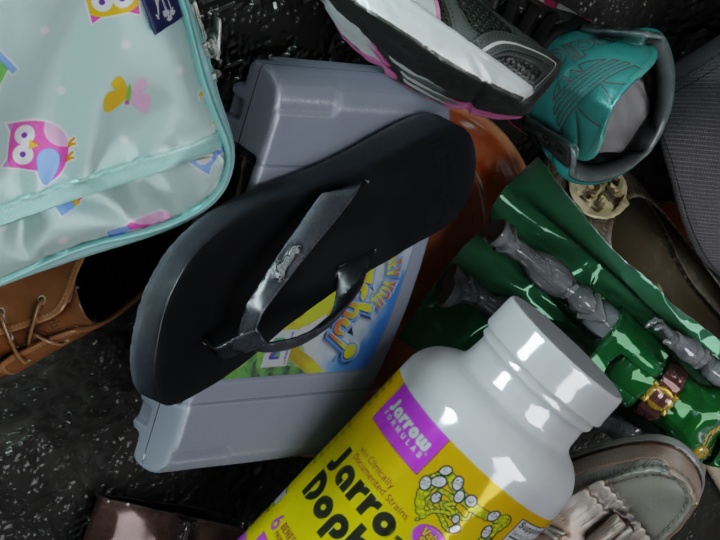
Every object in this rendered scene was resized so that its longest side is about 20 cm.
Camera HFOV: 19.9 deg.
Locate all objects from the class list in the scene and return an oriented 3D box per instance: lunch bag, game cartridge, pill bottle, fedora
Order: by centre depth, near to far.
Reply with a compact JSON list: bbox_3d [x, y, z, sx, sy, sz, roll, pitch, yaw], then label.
[{"bbox_3d":[-0.153,-0.070,0.857,0.199,0.077,0.161,-19,119,-4],"label":"lunch bag"},{"bbox_3d":[-0.027,0.000,0.965,0.133,0.040,0.201,-5,118,-50],"label":"game cartridge"},{"bbox_3d":[0.031,0.108,0.991,0.200,0.104,0.104,-47,129,8],"label":"pill bottle"},{"bbox_3d":[0.215,-0.051,1.089,0.090,0.177,0.200,-26,135,19],"label":"fedora"}]

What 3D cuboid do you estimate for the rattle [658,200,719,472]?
[{"bbox_3d":[0.129,0.075,1.155,0.130,0.143,0.201,14,65,-1],"label":"rattle"}]

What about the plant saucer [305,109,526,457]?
[{"bbox_3d":[0.000,0.000,1.043,0.200,0.032,0.201,-15,122,-26],"label":"plant saucer"}]

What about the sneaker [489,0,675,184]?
[{"bbox_3d":[0.078,-0.103,0.978,0.200,0.121,0.084,27,95,-38],"label":"sneaker"}]

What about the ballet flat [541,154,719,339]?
[{"bbox_3d":[0.166,0.011,1.081,0.067,0.046,0.200,-46,106,-28],"label":"ballet flat"}]

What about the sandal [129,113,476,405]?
[{"bbox_3d":[-0.019,-0.009,0.905,0.200,0.043,0.076,-36,137,-26],"label":"sandal"}]

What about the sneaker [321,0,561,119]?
[{"bbox_3d":[0.012,-0.148,0.904,0.200,0.080,0.086,35,83,-7],"label":"sneaker"}]

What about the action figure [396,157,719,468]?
[{"bbox_3d":[0.133,0.047,1.049,0.200,0.055,0.118,34,109,-14],"label":"action figure"}]

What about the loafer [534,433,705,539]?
[{"bbox_3d":[0.086,0.152,1.039,0.200,0.063,0.072,-30,109,26],"label":"loafer"}]

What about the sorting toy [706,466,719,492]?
[{"bbox_3d":[0.268,0.043,1.227,0.185,0.036,0.200,-42,128,-6],"label":"sorting toy"}]

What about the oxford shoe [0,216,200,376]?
[{"bbox_3d":[-0.159,0.016,0.928,0.200,0.071,0.071,-38,130,-9],"label":"oxford shoe"}]

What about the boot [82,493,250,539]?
[{"bbox_3d":[-0.155,0.191,1.039,0.199,0.072,0.167,12,95,-34],"label":"boot"}]
